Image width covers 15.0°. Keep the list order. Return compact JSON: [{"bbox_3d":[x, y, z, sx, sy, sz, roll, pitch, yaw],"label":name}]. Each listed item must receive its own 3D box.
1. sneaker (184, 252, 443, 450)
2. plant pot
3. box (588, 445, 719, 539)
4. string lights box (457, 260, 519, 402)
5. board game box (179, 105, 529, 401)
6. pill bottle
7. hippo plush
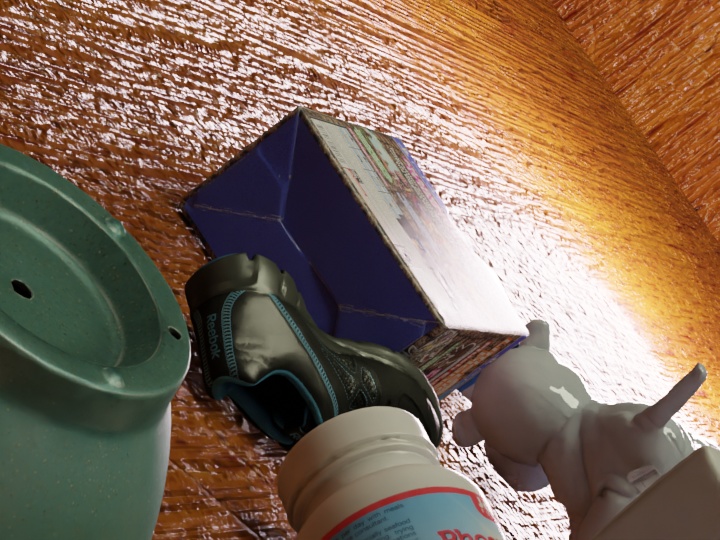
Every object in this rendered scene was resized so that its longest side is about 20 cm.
[{"bbox_3d":[-0.027,0.072,1.497,0.200,0.073,0.082,35,38,-40],"label":"sneaker"},{"bbox_3d":[-0.141,0.041,0.905,0.200,0.134,0.201,34,23,-17],"label":"plant pot"},{"bbox_3d":[0.209,0.236,1.522,0.199,0.200,0.172,21,33,-49],"label":"box"},{"bbox_3d":[0.036,-0.001,1.883,0.200,0.059,0.103,42,17,-41],"label":"string lights box"},{"bbox_3d":[0.000,0.000,1.672,0.160,0.097,0.200,57,13,13],"label":"board game box"},{"bbox_3d":[0.030,0.167,1.324,0.109,0.109,0.201,37,21,-50],"label":"pill bottle"},{"bbox_3d":[0.135,0.132,1.801,0.160,0.160,0.200,26,-15,24],"label":"hippo plush"}]
